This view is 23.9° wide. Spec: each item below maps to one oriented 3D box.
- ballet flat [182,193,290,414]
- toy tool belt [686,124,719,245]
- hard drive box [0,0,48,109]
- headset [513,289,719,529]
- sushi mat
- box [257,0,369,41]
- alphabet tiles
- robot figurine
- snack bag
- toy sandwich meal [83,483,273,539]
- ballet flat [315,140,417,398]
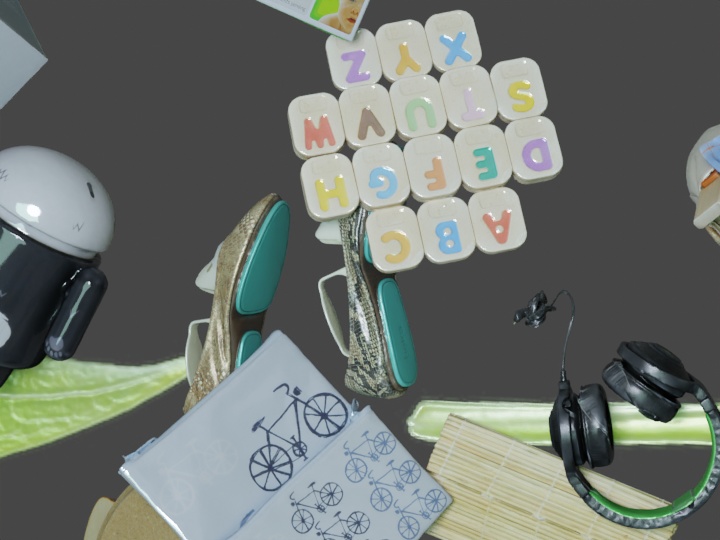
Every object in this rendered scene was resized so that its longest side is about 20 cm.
[{"bbox_3d":[-0.106,0.034,1.348,0.065,0.070,0.202,13,92,26],"label":"ballet flat"},{"bbox_3d":[0.322,-0.091,1.212,0.199,0.123,0.125,-36,85,12],"label":"toy tool belt"},{"bbox_3d":[-0.341,-0.173,1.320,0.156,0.200,0.077,-43,128,8],"label":"hard drive box"},{"bbox_3d":[0.188,0.100,1.267,0.123,0.094,0.201,-36,86,12],"label":"headset"},{"bbox_3d":[0.143,0.191,1.323,0.199,0.012,0.096,21,97,11],"label":"sushi mat"},{"bbox_3d":[-0.067,-0.292,1.251,0.097,0.199,0.177,35,102,50],"label":"box"},{"bbox_3d":[0.049,-0.101,1.289,0.198,0.015,0.197,-10,75,-5],"label":"alphabet tiles"},{"bbox_3d":[-0.278,-0.002,1.356,0.150,0.125,0.201,30,99,-9],"label":"robot figurine"},{"bbox_3d":[-0.054,0.162,1.286,0.200,0.021,0.188,48,60,3],"label":"snack bag"},{"bbox_3d":[-0.130,0.241,1.333,0.204,0.070,0.207,-6,74,22],"label":"toy sandwich meal"},{"bbox_3d":[0.000,0.000,1.325,0.075,0.068,0.202,-1,95,29],"label":"ballet flat"}]
